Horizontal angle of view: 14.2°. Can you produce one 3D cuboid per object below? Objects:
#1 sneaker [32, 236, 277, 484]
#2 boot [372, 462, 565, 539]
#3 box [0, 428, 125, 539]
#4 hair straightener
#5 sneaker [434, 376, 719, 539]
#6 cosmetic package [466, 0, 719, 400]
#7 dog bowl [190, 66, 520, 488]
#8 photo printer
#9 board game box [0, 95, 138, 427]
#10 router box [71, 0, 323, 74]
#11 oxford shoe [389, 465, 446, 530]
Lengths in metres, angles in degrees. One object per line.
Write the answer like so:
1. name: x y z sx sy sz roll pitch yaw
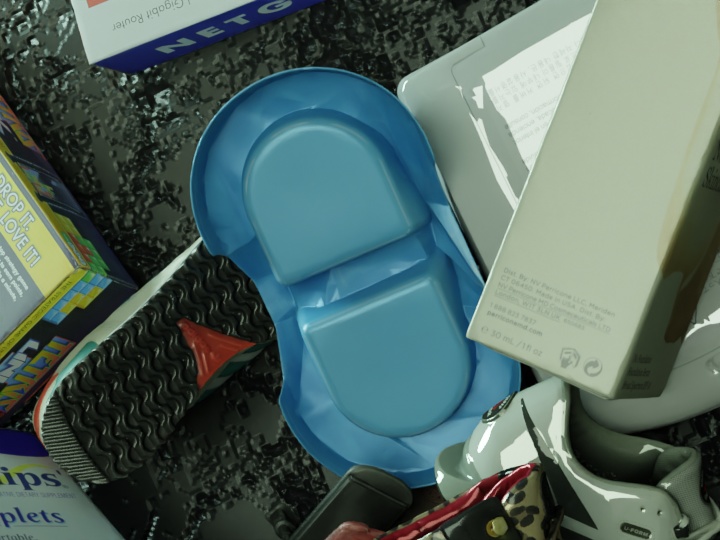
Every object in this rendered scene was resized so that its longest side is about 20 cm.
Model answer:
1. sneaker: -0.079 0.021 1.382 0.200 0.093 0.070 -41 104 -11
2. boot: 0.098 0.149 1.181 0.200 0.073 0.151 -26 93 26
3. box: -0.174 0.198 1.330 0.200 0.105 0.184 43 120 43
4. hair straightener: -0.034 0.150 1.349 0.041 0.077 0.200 24 133 -13
5. sneaker: 0.132 0.126 1.262 0.200 0.074 0.089 42 117 -9
6. cosmetic package: 0.123 -0.050 1.223 0.071 0.105 0.201 23 96 17
7. dog bowl: 0.000 0.000 1.314 0.111 0.050 0.200 -23 100 10
8. photo printer: 0.129 -0.034 1.311 0.166 0.069 0.200 -30 79 16
9. board game box: -0.226 -0.009 1.424 0.165 0.057 0.200 -43 61 12
10. router box: -0.061 -0.212 1.399 0.200 0.049 0.180 -18 81 18
11. oxford shoe: 0.035 0.161 1.300 0.072 0.200 0.071 -15 127 34
